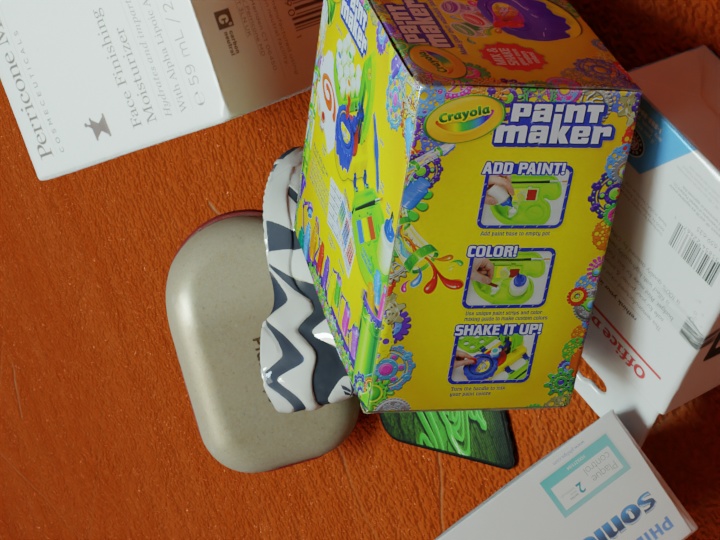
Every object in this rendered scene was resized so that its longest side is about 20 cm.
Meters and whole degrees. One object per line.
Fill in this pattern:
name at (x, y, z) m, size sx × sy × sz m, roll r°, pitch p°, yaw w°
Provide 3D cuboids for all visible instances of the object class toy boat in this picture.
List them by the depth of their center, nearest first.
toy boat at (-0.078, 0.049, 1.318) m, size 0.131 × 0.129 × 0.202 m, roll -116°, pitch 12°, yaw -75°

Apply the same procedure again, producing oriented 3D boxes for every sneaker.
sneaker at (0.000, 0.000, 1.183) m, size 0.080 × 0.128 × 0.200 m, roll 70°, pitch -162°, yaw -55°

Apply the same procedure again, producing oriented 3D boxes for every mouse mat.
mouse mat at (0.041, 0.041, 1.212) m, size 0.160 × 0.007 × 0.202 m, roll 6°, pitch 115°, yaw 56°

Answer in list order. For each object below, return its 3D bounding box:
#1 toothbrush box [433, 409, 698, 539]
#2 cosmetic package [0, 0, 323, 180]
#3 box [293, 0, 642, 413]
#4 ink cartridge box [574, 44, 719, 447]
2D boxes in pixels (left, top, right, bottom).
toothbrush box at (0.100, 0.172, 1.005) m, size 0.086 × 0.146 × 0.200 m, roll 54°, pitch 170°, yaw 8°
cosmetic package at (-0.130, -0.176, 1.137) m, size 0.199 × 0.165 × 0.166 m, roll -13°, pitch 100°, yaw 41°
box at (0.048, -0.057, 0.937) m, size 0.200 × 0.121 × 0.194 m, roll -113°, pitch 27°, yaw -55°
ink cartridge box at (0.169, -0.007, 0.924) m, size 0.116 × 0.066 × 0.201 m, roll 50°, pitch 145°, yaw 27°
